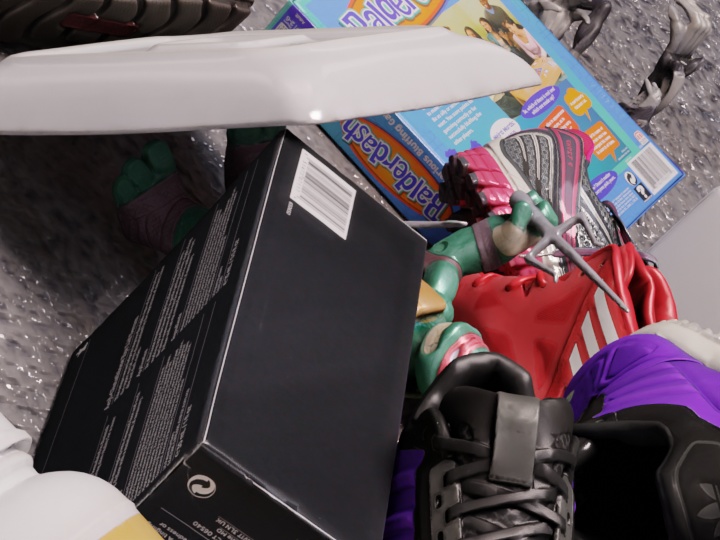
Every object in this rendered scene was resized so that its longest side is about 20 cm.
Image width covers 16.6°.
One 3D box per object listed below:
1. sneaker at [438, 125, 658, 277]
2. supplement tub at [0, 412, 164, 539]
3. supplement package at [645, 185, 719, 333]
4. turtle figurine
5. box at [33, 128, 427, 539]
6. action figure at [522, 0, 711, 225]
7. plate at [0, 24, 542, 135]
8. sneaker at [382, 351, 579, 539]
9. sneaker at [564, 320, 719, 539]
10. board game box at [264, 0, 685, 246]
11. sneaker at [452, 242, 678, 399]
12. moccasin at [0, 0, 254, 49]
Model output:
[{"bbox_3d":[0.111,0.023,1.161,0.075,0.081,0.200,-20,80,-18],"label":"sneaker"},{"bbox_3d":[-0.088,0.150,0.704,0.200,0.145,0.145,48,28,4],"label":"supplement tub"},{"bbox_3d":[0.223,0.023,1.316,0.117,0.117,0.200,53,29,13],"label":"supplement package"},{"bbox_3d":[0.000,0.000,1.016,0.200,0.101,0.150,29,19,32],"label":"turtle figurine"},{"bbox_3d":[-0.054,0.063,0.868,0.079,0.141,0.200,39,29,-17],"label":"box"},{"bbox_3d":[0.130,-0.126,1.403,0.119,0.102,0.200,8,44,-38],"label":"action figure"},{"bbox_3d":[-0.053,-0.081,1.024,0.199,0.200,0.032,-15,104,-59],"label":"plate"},{"bbox_3d":[0.037,0.089,0.787,0.069,0.100,0.200,14,24,-10],"label":"sneaker"},{"bbox_3d":[0.101,0.068,0.912,0.099,0.200,0.070,-18,97,-18],"label":"sneaker"},{"bbox_3d":[0.059,-0.082,1.278,0.200,0.045,0.152,48,41,3],"label":"board game box"},{"bbox_3d":[0.075,0.017,1.095,0.078,0.116,0.200,23,22,-51],"label":"sneaker"},{"bbox_3d":[-0.130,-0.136,1.108,0.201,0.074,0.078,-1,60,-42],"label":"moccasin"}]
